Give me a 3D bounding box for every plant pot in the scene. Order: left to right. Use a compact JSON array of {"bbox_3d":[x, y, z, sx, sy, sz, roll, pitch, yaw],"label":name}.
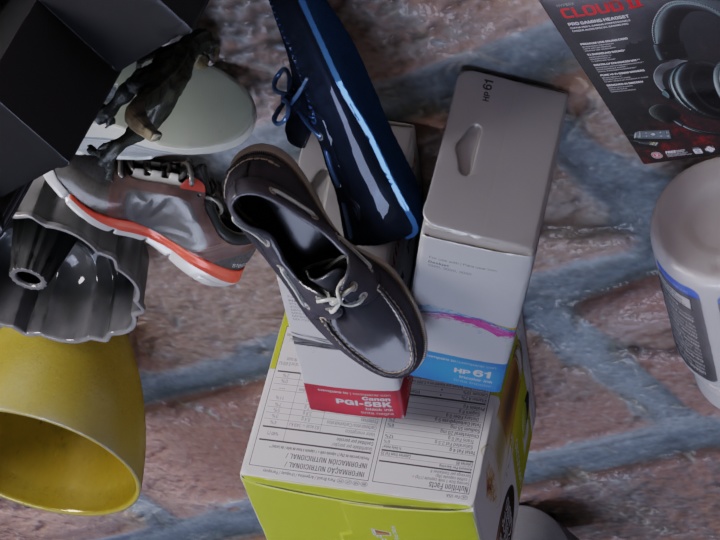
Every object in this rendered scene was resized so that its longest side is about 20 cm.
[{"bbox_3d":[-0.278,0.114,1.875,0.198,0.143,0.201,10,149,6],"label":"plant pot"}]

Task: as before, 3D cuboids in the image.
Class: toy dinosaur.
[{"bbox_3d":[-0.150,-0.113,1.411,0.088,0.200,0.048,-36,106,23],"label":"toy dinosaur"}]

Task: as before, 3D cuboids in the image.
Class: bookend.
[{"bbox_3d":[-0.177,-0.148,1.342,0.092,0.200,0.199,41,140,-24],"label":"bookend"}]

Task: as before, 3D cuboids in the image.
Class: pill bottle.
[{"bbox_3d":[0.280,0.018,1.511,0.113,0.115,0.201,3,148,19],"label":"pill bottle"}]

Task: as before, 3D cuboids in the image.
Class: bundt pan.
[{"bbox_3d":[-0.266,-0.024,1.711,0.200,0.076,0.203,11,150,6],"label":"bundt pan"}]

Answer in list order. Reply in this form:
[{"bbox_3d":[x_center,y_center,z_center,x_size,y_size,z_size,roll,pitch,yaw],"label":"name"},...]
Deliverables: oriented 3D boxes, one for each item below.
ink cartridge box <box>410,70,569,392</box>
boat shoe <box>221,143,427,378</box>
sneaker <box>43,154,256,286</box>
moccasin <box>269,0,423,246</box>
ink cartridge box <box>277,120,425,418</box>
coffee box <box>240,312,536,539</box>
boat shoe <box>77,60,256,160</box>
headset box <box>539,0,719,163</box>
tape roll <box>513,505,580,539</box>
[{"bbox_3d":[0.087,-0.025,1.490,0.084,0.146,0.201,12,149,5],"label":"ink cartridge box"},{"bbox_3d":[-0.027,0.006,1.413,0.072,0.063,0.200,-32,108,20],"label":"boat shoe"},{"bbox_3d":[-0.160,-0.067,1.625,0.199,0.077,0.082,29,119,-24],"label":"sneaker"},{"bbox_3d":[-0.024,-0.102,1.413,0.068,0.081,0.201,-20,105,18],"label":"moccasin"},{"bbox_3d":[0.000,0.000,1.567,0.082,0.148,0.201,6,149,10],"label":"ink cartridge box"},{"bbox_3d":[0.031,0.147,1.742,0.198,0.199,0.200,6,149,14],"label":"coffee box"},{"bbox_3d":[-0.168,-0.118,1.539,0.199,0.071,0.072,5,168,13],"label":"boat shoe"},{"bbox_3d":[0.211,-0.160,1.287,0.148,0.078,0.200,-5,145,30],"label":"headset box"},{"bbox_3d":[0.141,0.331,1.994,0.199,0.202,0.066,-13,141,38],"label":"tape roll"}]
